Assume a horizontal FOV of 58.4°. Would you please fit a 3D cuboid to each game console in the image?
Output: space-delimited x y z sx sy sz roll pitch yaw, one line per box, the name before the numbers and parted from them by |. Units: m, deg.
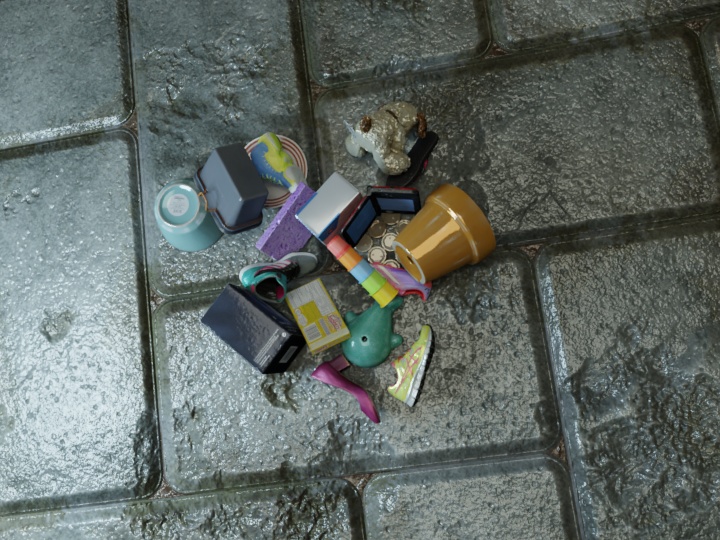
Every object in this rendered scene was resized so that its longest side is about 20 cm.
game console | 0.055 -0.120 1.536 0.172 0.200 0.119 4 83 8

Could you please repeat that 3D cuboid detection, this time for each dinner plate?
dinner plate | -0.236 -0.260 1.703 0.199 0.024 0.201 -1 81 7

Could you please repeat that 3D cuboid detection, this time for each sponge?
sponge | -0.166 -0.115 1.624 0.200 0.111 0.030 -54 45 1

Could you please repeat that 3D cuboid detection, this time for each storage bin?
storage bin | -0.321 -0.211 1.599 0.145 0.134 0.200 -22 75 -34

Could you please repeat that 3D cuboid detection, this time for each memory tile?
memory tile | 0.095 -0.055 1.631 0.153 0.017 0.200 -45 78 -1

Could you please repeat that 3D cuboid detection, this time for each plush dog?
plush dog | 0.069 -0.360 1.604 0.200 0.161 0.172 33 64 32

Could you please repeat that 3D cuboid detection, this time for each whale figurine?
whale figurine | 0.031 0.138 1.567 0.159 0.104 0.201 27 83 11

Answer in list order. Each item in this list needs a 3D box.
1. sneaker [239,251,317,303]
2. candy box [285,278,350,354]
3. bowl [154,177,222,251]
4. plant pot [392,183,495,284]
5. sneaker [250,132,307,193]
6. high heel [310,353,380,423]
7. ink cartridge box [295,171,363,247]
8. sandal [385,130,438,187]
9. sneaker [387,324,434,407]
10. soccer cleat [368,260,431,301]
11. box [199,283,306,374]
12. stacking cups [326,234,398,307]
sneaker | -0.188 0.018 1.582 0.199 0.084 0.121 -16 35 -16
candy box | -0.108 0.109 1.573 0.102 0.026 0.200 -23 48 -10
bowl | -0.453 -0.157 1.676 0.200 0.105 0.202 -1 82 7
plant pot | 0.182 -0.070 1.511 0.183 0.200 0.200 -37 78 -11
sneaker | -0.216 -0.251 1.661 0.105 0.076 0.200 -34 78 21
high heel | -0.034 0.305 1.569 0.096 0.067 0.200 -32 64 -8
ink cartridge box | -0.060 -0.135 1.571 0.084 0.200 0.146 42 89 14
sandal | 0.139 -0.268 1.637 0.075 0.045 0.200 24 70 38
sneaker | 0.121 0.222 1.557 0.090 0.078 0.201 17 82 17
soccer cleat | 0.076 0.025 1.579 0.199 0.067 0.077 8 73 5
box | -0.249 0.142 1.555 0.198 0.200 0.123 36 88 11
stacking cups | 0.000 0.000 1.533 0.200 0.061 0.061 44 89 -4
